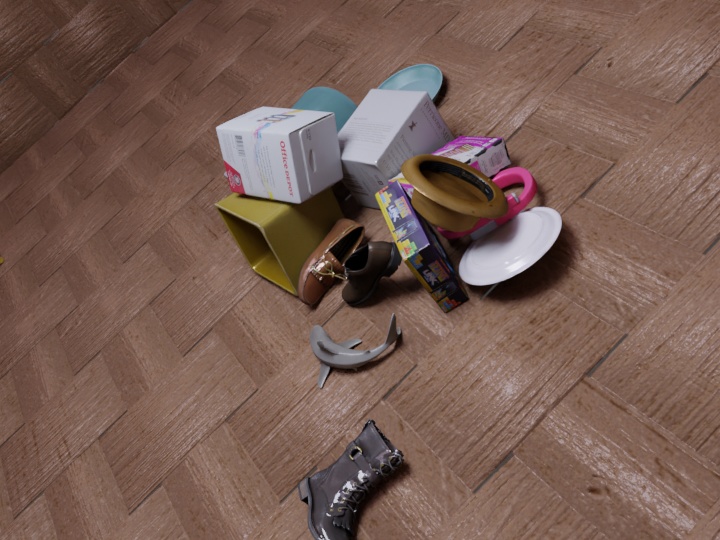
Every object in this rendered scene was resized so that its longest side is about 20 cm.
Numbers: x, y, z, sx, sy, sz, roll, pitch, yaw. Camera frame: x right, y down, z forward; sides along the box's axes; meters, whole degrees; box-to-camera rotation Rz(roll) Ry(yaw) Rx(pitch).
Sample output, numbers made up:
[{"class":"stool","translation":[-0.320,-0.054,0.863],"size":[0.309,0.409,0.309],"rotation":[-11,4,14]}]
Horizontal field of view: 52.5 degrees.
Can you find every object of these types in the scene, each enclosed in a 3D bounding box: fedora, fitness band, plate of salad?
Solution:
[{"class":"fedora","translation":[0.156,-0.126,1.278],"size":[0.201,0.200,0.082],"rotation":[-111,35,-48]},{"class":"fitness band","translation":[0.235,-0.123,1.369],"size":[0.200,0.037,0.144],"rotation":[-32,25,11]},{"class":"plate of salad","translation":[0.264,-0.038,1.279],"size":[0.200,0.048,0.200],"rotation":[-31,25,16]}]

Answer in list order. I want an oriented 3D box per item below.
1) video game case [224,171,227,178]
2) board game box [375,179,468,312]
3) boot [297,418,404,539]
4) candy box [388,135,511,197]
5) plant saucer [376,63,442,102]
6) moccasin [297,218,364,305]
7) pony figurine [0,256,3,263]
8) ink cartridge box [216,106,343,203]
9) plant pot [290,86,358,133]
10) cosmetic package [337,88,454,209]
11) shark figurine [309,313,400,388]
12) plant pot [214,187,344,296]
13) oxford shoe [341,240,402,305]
[{"class":"video game case","translation":[-0.250,-0.288,1.921],"size":[0.200,0.024,0.182],"rotation":[-45,40,-5]},{"class":"board game box","translation":[0.110,-0.046,1.323],"size":[0.057,0.165,0.200],"rotation":[-31,42,10]},{"class":"boot","translation":[-0.003,0.339,1.135],"size":[0.174,0.069,0.200],"rotation":[-39,38,2]},{"class":"candy box","translation":[0.174,-0.193,1.428],"size":[0.200,0.061,0.136],"rotation":[-35,26,-21]},{"class":"plant saucer","translation":[0.112,-0.413,1.752],"size":[0.200,0.036,0.200],"rotation":[-20,45,22]},{"class":"moccasin","translation":[-0.057,-0.015,1.494],"size":[0.078,0.074,0.201],"rotation":[16,62,49]},{"class":"pony figurine","translation":[-1.300,-0.018,2.390],"size":[0.200,0.167,0.193],"rotation":[-3,21,39]},{"class":"ink cartridge box","translation":[-0.158,-0.236,1.467],"size":[0.200,0.145,0.145],"rotation":[14,35,35]},{"class":"plant pot","translation":[-0.101,-0.285,1.642],"size":[0.200,0.201,0.161],"rotation":[4,41,39]},{"class":"cosmetic package","translation":[0.065,-0.253,1.541],"size":[0.166,0.167,0.200],"rotation":[16,66,44]},{"class":"shark figurine","translation":[-0.030,0.139,1.324],"size":[0.214,0.090,0.128],"rotation":[-6,52,35]},{"class":"plant pot","translation":[-0.150,-0.103,1.559],"size":[0.200,0.196,0.194],"rotation":[-41,39,-20]},{"class":"oxford shoe","translation":[0.000,0.000,1.374],"size":[0.200,0.084,0.073],"rotation":[126,149,-49]}]
